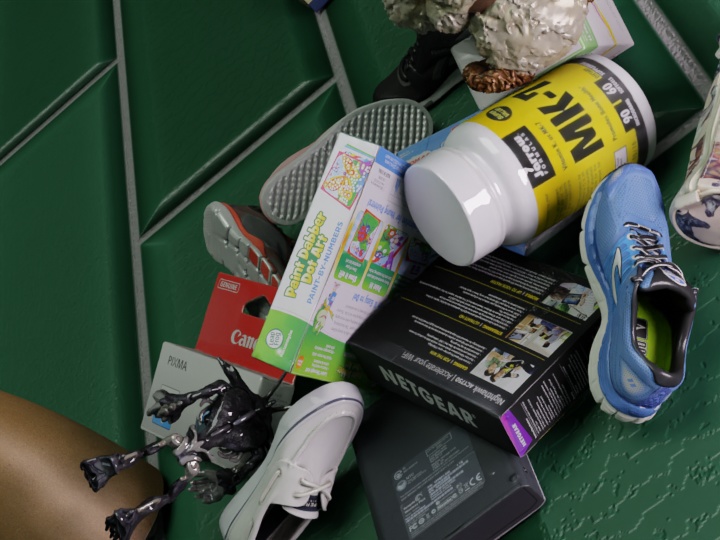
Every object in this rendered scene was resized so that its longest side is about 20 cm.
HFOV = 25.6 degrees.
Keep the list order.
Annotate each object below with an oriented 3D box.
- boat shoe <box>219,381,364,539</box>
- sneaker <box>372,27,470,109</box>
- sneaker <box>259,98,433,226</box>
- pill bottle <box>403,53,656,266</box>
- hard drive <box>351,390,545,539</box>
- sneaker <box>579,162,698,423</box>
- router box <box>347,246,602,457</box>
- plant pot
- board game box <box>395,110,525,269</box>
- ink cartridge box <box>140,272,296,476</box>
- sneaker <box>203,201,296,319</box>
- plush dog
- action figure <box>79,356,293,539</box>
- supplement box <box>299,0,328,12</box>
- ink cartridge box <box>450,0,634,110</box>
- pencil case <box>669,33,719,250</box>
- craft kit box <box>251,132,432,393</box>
[{"bbox_3d":[-0.054,0.183,1.358,0.200,0.072,0.066,-51,43,22],"label":"boat shoe"},{"bbox_3d":[0.080,-0.239,1.659,0.199,0.088,0.076,-29,37,28],"label":"sneaker"},{"bbox_3d":[-0.021,-0.113,1.657,0.200,0.076,0.105,-33,5,-6],"label":"sneaker"},{"bbox_3d":[0.142,-0.091,1.336,0.200,0.115,0.114,-32,26,-23],"label":"pill bottle"},{"bbox_3d":[0.064,0.155,1.303,0.139,0.033,0.200,-39,33,14],"label":"hard drive"},{"bbox_3d":[0.218,0.009,1.190,0.089,0.078,0.201,138,136,-58],"label":"sneaker"},{"bbox_3d":[0.106,0.055,1.296,0.149,0.051,0.200,-42,36,-19],"label":"router box"},{"bbox_3d":[-0.325,0.206,1.536,0.186,0.200,0.187,-35,26,20],"label":"plant pot"},{"bbox_3d":[0.091,-0.062,1.504,0.151,0.037,0.201,-25,40,33],"label":"board game box"},{"bbox_3d":[-0.130,0.094,1.542,0.200,0.045,0.177,12,86,54],"label":"ink cartridge box"},{"bbox_3d":[-0.088,-0.010,1.627,0.200,0.082,0.077,53,141,37],"label":"sneaker"},{"bbox_3d":[0.115,-0.245,1.325,0.200,0.172,0.160,-50,-2,20],"label":"plush dog"},{"bbox_3d":[-0.149,0.155,1.406,0.199,0.119,0.102,-28,2,-26],"label":"action figure"},{"bbox_3d":[-0.107,-0.462,2.020,0.134,0.200,0.200,-47,31,1],"label":"supplement box"},{"bbox_3d":[0.178,-0.209,1.476,0.117,0.068,0.200,-30,-4,27],"label":"ink cartridge box"},{"bbox_3d":[0.301,-0.111,1.254,0.078,0.089,0.201,-28,35,55],"label":"pencil case"},{"bbox_3d":[0.000,0.000,1.357,0.048,0.200,0.198,18,88,24],"label":"craft kit box"}]
